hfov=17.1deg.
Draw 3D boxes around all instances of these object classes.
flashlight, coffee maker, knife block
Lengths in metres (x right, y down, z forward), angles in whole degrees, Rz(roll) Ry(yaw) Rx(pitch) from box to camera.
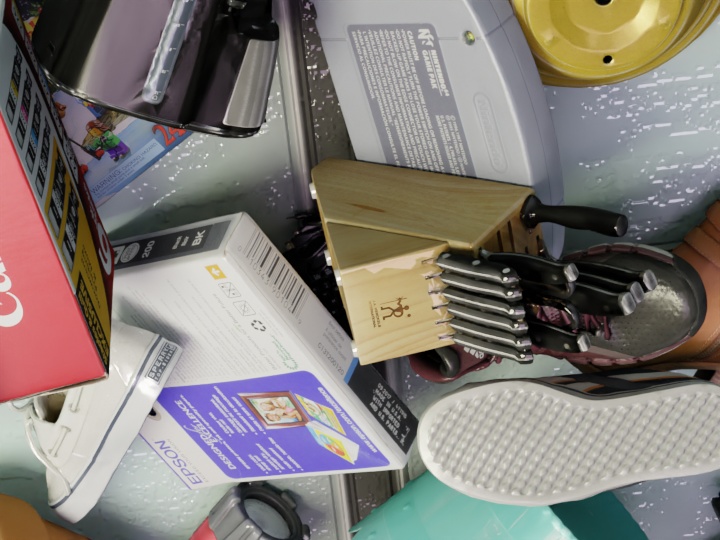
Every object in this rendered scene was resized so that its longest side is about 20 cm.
[{"bbox_3d":[-0.114,0.230,1.639,0.068,0.068,0.200,27,117,-22],"label":"flashlight"},{"bbox_3d":[-0.110,-0.194,1.307,0.191,0.135,0.201,23,106,1],"label":"coffee maker"},{"bbox_3d":[0.069,-0.014,1.376,0.174,0.200,0.064,-13,118,-3],"label":"knife block"}]

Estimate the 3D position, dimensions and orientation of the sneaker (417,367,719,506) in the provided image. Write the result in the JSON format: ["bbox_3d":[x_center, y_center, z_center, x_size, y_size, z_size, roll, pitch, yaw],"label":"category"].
[{"bbox_3d":[0.130,0.101,1.462,0.198,0.079,0.079,-1,92,-5],"label":"sneaker"}]

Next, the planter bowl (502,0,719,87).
[{"bbox_3d":[0.134,-0.173,1.377,0.198,0.084,0.202,-2,124,-3],"label":"planter bowl"}]

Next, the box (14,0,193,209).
[{"bbox_3d":[-0.202,-0.090,1.433,0.199,0.038,0.137,-36,119,19],"label":"box"}]

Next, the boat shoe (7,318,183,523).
[{"bbox_3d":[-0.182,0.089,1.519,0.086,0.075,0.202,30,145,-3],"label":"boat shoe"}]

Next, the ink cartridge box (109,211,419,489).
[{"bbox_3d":[-0.091,0.057,1.516,0.199,0.044,0.198,-11,130,41],"label":"ink cartridge box"}]

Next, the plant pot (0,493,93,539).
[{"bbox_3d":[-0.216,0.252,1.579,0.139,0.201,0.201,13,123,-30],"label":"plant pot"}]

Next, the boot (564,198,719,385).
[{"bbox_3d":[0.204,0.003,1.517,0.199,0.074,0.155,23,111,-15],"label":"boot"}]

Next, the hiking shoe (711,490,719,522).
[{"bbox_3d":[0.283,0.156,1.614,0.086,0.075,0.201,4,123,-8],"label":"hiking shoe"}]

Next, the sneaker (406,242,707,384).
[{"bbox_3d":[0.100,0.037,1.426,0.199,0.115,0.076,-4,107,30],"label":"sneaker"}]

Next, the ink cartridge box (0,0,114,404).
[{"bbox_3d":[-0.207,-0.030,1.343,0.083,0.176,0.201,-14,124,6],"label":"ink cartridge box"}]

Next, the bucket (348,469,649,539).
[{"bbox_3d":[0.104,0.200,1.558,0.135,0.208,0.207,-43,117,13],"label":"bucket"}]

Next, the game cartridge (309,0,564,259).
[{"bbox_3d":[0.050,-0.089,1.398,0.132,0.041,0.201,8,124,43],"label":"game cartridge"}]

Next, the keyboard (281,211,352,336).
[{"bbox_3d":[0.000,0.000,1.509,0.199,0.040,0.104,-26,122,11],"label":"keyboard"}]
